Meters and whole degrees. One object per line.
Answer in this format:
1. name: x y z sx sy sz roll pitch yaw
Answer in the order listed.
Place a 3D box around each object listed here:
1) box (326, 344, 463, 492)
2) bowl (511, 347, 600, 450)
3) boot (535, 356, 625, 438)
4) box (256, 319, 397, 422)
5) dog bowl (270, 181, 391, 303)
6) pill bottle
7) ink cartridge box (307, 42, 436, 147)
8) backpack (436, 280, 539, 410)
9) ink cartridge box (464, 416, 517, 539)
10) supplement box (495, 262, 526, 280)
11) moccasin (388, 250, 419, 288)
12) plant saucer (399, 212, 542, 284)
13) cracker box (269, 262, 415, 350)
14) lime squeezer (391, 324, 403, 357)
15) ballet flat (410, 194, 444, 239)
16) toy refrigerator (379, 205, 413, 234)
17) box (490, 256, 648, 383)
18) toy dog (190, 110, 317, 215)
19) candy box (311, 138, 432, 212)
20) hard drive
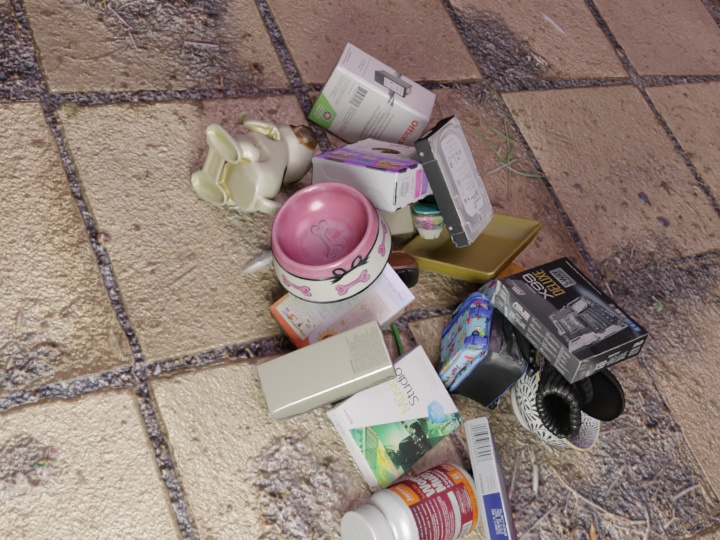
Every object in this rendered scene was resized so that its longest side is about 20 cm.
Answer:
1. box: 0.057 0.228 1.522 0.199 0.036 0.146 -33 93 -34
2. bowl: 0.317 0.218 1.655 0.200 0.093 0.204 32 46 -40
3. boot: 0.347 0.208 1.541 0.211 0.079 0.159 44 33 -21
4. box: -0.050 0.152 1.457 0.197 0.069 0.083 -20 68 2
5. dog bowl: -0.053 -0.053 1.527 0.196 0.074 0.203 -7 56 11
6. pill bottle: 0.075 0.362 1.423 0.198 0.110 0.111 -14 66 -36
7. ink cartridge box: 0.022 -0.308 1.835 0.198 0.146 0.085 29 47 -9
8. backpack: 0.216 0.102 1.633 0.132 0.183 0.203 20 56 -10
9. ink cartridge box: 0.205 0.348 1.460 0.043 0.201 0.199 -14 59 9
10. supplement box: 0.322 0.057 1.807 0.198 0.069 0.067 30 48 -10
11. moccasin: 0.000 -0.001 1.653 0.198 0.075 0.078 -12 40 -15
12. plant saucer: 0.203 -0.040 1.765 0.197 0.049 0.199 13 37 35
13. cracker box: -0.029 0.058 1.554 0.199 0.058 0.135 -37 78 -10
14. lime squeezer: 0.051 0.176 1.598 0.069 0.038 0.201 11 47 18
15. ballet flat: 0.127 -0.100 1.765 0.068 0.072 0.200 7 21 5
16. toy refrigerator: -0.011 -0.087 1.695 0.197 0.075 0.071 -9 89 -33
17. box: 0.326 0.073 1.531 0.156 0.050 0.200 -15 47 -31
18. toy dog: -0.156 -0.189 1.649 0.192 0.141 0.199 31 37 20
19. candy box: 0.034 -0.171 1.712 0.165 0.073 0.199 14 22 27
20. hard drive: 0.169 -0.158 1.716 0.140 0.037 0.203 -42 115 -54
